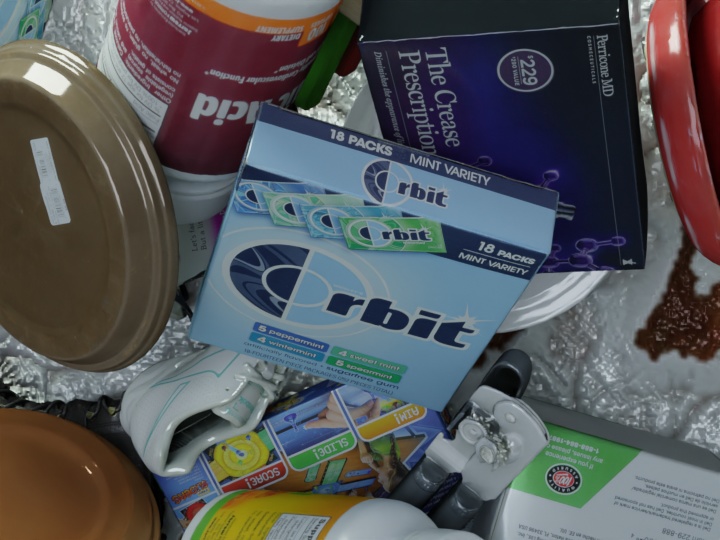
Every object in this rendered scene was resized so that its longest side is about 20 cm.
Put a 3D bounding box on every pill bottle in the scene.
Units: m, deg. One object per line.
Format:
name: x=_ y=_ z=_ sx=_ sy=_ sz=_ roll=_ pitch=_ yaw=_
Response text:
pill bottle: x=-0.013 y=0.193 z=0.961 sx=0.199 sy=0.111 sz=0.112 roll=-4 pitch=92 yaw=45
pill bottle: x=-0.086 y=-0.123 z=0.893 sx=0.114 sy=0.114 sz=0.200 roll=41 pitch=138 yaw=9

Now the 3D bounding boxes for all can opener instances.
can opener: x=0.058 y=0.131 z=0.988 sx=0.053 sy=0.066 sz=0.200 roll=38 pitch=131 yaw=4

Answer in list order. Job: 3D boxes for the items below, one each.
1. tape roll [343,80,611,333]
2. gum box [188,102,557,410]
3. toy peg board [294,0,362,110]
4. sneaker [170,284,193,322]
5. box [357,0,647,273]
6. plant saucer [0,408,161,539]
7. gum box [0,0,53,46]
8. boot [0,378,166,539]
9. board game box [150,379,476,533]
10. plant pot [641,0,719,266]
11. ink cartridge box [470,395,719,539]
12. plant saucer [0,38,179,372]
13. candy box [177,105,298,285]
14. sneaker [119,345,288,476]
tape roll: x=0.085 y=-0.061 z=1.037 sx=0.201 sy=0.071 sz=0.204 roll=1 pitch=93 yaw=13
gum box: x=0.000 y=0.000 z=0.915 sx=0.169 sy=0.200 sz=0.045 roll=17 pitch=57 yaw=-7
toy peg board: x=-0.045 y=-0.204 z=1.014 sx=0.199 sy=0.199 sz=0.098 roll=36 pitch=122 yaw=9
sneaker: x=-0.152 y=-0.024 z=1.091 sx=0.129 sy=0.079 sz=0.200 roll=32 pitch=98 yaw=8
box: x=0.087 y=-0.087 z=0.898 sx=0.140 sy=0.201 sz=0.079 roll=-5 pitch=51 yaw=12
plant saucer: x=-0.224 y=0.154 z=1.001 sx=0.199 sy=0.200 sz=0.038 roll=21 pitch=127 yaw=11
gum box: x=-0.271 y=-0.163 z=1.050 sx=0.044 sy=0.200 sz=0.171 roll=20 pitch=97 yaw=11
boot: x=-0.222 y=0.102 z=1.122 sx=0.173 sy=0.069 sz=0.202 roll=-7 pitch=101 yaw=13
board game box: x=-0.024 y=0.150 z=1.073 sx=0.199 sy=0.034 sz=0.136 roll=-24 pitch=101 yaw=13
plant pot: x=0.272 y=-0.096 z=0.930 sx=0.181 sy=0.200 sz=0.202 roll=-12 pitch=90 yaw=21
ink cartridge box: x=0.139 y=0.199 z=1.011 sx=0.145 sy=0.084 sz=0.202 roll=16 pitch=96 yaw=-4
plant saucer: x=-0.183 y=-0.033 z=0.923 sx=0.199 sy=0.029 sz=0.202 roll=17 pitch=117 yaw=37
candy box: x=-0.132 y=-0.058 z=1.023 sx=0.199 sy=0.061 sz=0.137 roll=-21 pitch=94 yaw=-14
sneaker: x=-0.071 y=0.063 z=1.045 sx=0.200 sy=0.080 sz=0.070 roll=-44 pitch=122 yaw=6
